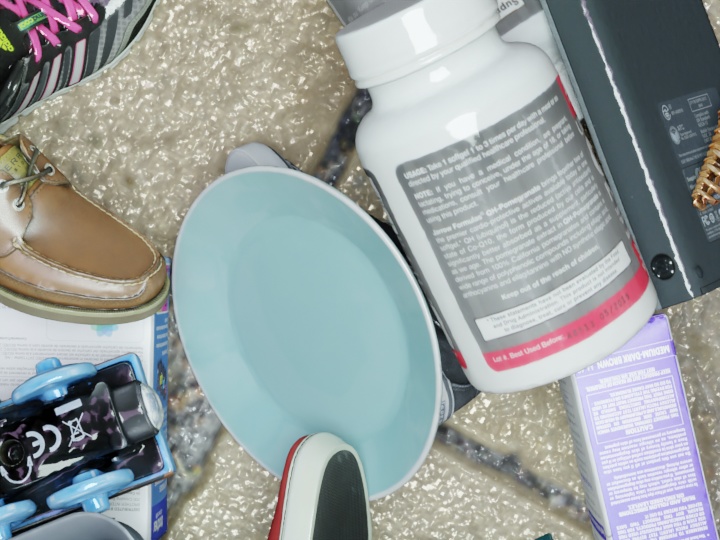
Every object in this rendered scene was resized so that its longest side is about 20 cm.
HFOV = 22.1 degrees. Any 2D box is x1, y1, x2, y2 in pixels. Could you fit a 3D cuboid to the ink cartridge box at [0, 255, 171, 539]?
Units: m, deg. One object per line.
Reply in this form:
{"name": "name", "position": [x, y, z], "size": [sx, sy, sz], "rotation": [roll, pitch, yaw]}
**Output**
{"name": "ink cartridge box", "position": [-0.181, 0.089, 1.065], "size": [0.136, 0.076, 0.201], "rotation": [1, 88, 3]}

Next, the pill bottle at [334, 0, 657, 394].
{"name": "pill bottle", "position": [0.065, -0.048, 0.942], "size": [0.110, 0.111, 0.201], "rotation": [-26, 103, 2]}

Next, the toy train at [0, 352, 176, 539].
{"name": "toy train", "position": [-0.192, 0.106, 0.972], "size": [0.199, 0.114, 0.087], "rotation": [-22, 81, 3]}

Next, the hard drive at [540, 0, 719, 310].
{"name": "hard drive", "position": [0.170, -0.090, 1.025], "size": [0.033, 0.139, 0.201], "rotation": [-21, 89, 37]}

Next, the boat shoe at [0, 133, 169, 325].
{"name": "boat shoe", "position": [-0.194, -0.035, 0.992], "size": [0.199, 0.072, 0.068], "rotation": [21, 130, 7]}

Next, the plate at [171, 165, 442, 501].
{"name": "plate", "position": [-0.027, 0.034, 1.034], "size": [0.200, 0.026, 0.201], "rotation": [20, 122, 35]}

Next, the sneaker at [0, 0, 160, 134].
{"name": "sneaker", "position": [-0.194, -0.133, 1.060], "size": [0.200, 0.087, 0.074], "rotation": [-37, 88, 2]}

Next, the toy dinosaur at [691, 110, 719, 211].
{"name": "toy dinosaur", "position": [0.254, -0.086, 1.030], "size": [0.200, 0.102, 0.136], "rotation": [-34, 92, -8]}

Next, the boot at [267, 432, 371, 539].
{"name": "boot", "position": [-0.072, 0.181, 1.043], "size": [0.144, 0.072, 0.201], "rotation": [12, 98, 33]}

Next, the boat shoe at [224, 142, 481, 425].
{"name": "boat shoe", "position": [0.000, 0.000, 1.066], "size": [0.068, 0.072, 0.200], "rotation": [-31, 72, -31]}

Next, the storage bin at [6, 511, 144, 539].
{"name": "storage bin", "position": [-0.162, 0.219, 0.964], "size": [0.199, 0.134, 0.146], "rotation": [-25, 79, 12]}

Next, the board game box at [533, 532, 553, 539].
{"name": "board game box", "position": [0.085, 0.277, 1.068], "size": [0.150, 0.047, 0.201], "rotation": [-25, 89, 2]}

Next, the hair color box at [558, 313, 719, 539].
{"name": "hair color box", "position": [0.159, 0.126, 1.034], "size": [0.064, 0.109, 0.201], "rotation": [-12, 90, 1]}

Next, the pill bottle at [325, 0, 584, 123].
{"name": "pill bottle", "position": [0.048, -0.152, 1.037], "size": [0.114, 0.114, 0.200], "rotation": [-34, 89, 2]}
